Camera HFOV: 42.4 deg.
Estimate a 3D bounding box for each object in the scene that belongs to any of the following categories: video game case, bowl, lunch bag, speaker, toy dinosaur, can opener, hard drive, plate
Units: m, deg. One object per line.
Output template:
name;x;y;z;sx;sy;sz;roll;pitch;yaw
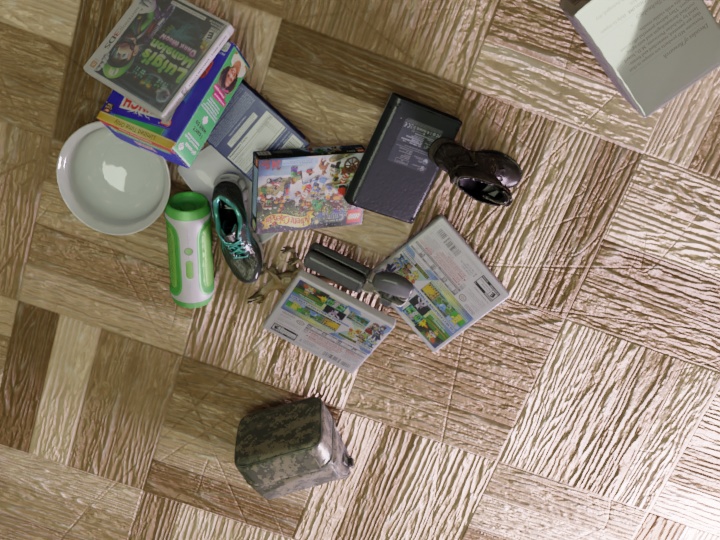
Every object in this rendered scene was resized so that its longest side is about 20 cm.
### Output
video game case;-0.321;-0.350;1.466;0.199;0.023;0.183;32;83;28
bowl;-0.418;-0.171;1.618;0.198;0.091;0.204;1;111;4
video game case;0.142;0.026;1.698;0.182;0.022;0.200;-38;106;17
lunch bag;-0.130;0.358;1.796;0.198;0.140;0.169;-18;127;13
speaker;-0.304;-0.035;1.658;0.087;0.089;0.202;5;123;1
toy dinosaur;-0.118;0.011;1.707;0.197;0.059;0.102;-10;127;8
can opener;0.000;0.000;1.638;0.198;0.054;0.067;26;131;1
hard drive;0.072;-0.187;1.586;0.138;0.033;0.202;15;112;-29
plate;-0.189;-0.157;1.644;0.199;0.032;0.200;-32;106;15
video game case;-0.060;0.098;1.704;0.198;0.022;0.183;28;137;-10

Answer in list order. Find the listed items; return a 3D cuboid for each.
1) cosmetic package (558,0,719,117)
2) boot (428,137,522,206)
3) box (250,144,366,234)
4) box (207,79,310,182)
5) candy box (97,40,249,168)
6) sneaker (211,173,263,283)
cosmetic package;0.439;-0.380;1.442;0.166;0.168;0.200;-36;107;16
boot;0.209;-0.147;1.534;0.198;0.174;0.070;12;113;-23
box;-0.087;-0.139;1.589;0.198;0.038;0.138;-7;120;-21
box;-0.197;-0.241;1.576;0.200;0.032;0.121;41;106;-13
candy box;-0.300;-0.287;1.490;0.168;0.077;0.202;23;79;25
sneaker;-0.223;-0.062;1.618;0.077;0.091;0.202;-11;112;9
